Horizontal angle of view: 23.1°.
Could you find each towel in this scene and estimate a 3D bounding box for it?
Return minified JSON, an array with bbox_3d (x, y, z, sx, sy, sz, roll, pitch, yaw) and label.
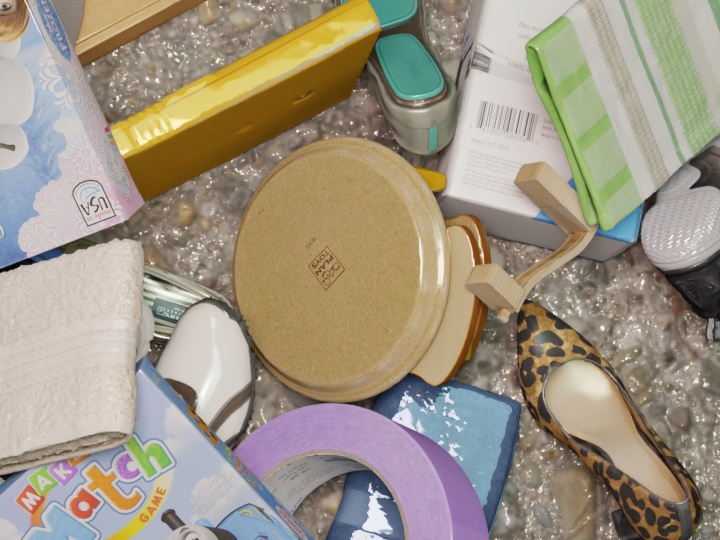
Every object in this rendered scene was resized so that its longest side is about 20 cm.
[{"bbox_3d":[0.197,-0.138,1.243,0.200,0.031,0.150,-38,112,-35],"label":"towel"},{"bbox_3d":[-0.217,0.060,1.102,0.199,0.034,0.134,-16,61,30],"label":"towel"},{"bbox_3d":[0.039,0.175,1.254,0.111,0.049,0.201,19,79,1],"label":"towel"}]

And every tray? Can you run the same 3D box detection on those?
[{"bbox_3d":[-0.161,-0.236,1.315,0.199,0.037,0.099,-30,84,-13],"label":"tray"}]

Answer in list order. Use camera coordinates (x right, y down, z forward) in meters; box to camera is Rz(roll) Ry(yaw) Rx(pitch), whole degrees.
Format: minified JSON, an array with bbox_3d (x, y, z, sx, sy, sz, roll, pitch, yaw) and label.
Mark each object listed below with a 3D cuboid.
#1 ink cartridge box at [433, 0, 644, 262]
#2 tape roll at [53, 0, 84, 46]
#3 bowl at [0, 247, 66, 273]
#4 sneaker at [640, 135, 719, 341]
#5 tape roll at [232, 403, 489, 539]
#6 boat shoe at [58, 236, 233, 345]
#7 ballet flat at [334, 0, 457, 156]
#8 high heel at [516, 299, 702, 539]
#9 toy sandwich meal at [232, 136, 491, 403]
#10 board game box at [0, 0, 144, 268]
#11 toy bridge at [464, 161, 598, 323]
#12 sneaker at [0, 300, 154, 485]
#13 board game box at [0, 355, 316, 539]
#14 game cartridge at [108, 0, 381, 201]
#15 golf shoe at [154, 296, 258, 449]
[{"bbox_3d":[0.143,-0.124,1.306,0.145,0.086,0.202,14,77,-5],"label":"ink cartridge box"},{"bbox_3d":[-0.302,-0.203,1.216,0.201,0.139,0.205,0,87,5],"label":"tape roll"},{"bbox_3d":[-0.261,0.070,1.207,0.199,0.039,0.203,0,97,2],"label":"bowl"},{"bbox_3d":[0.274,-0.037,1.314,0.200,0.075,0.114,-55,128,-40],"label":"sneaker"},{"bbox_3d":[-0.015,0.194,1.184,0.199,0.066,0.202,-8,71,25],"label":"tape roll"},{"bbox_3d":[-0.183,0.009,1.250,0.198,0.062,0.073,13,78,-5],"label":"boat shoe"},{"bbox_3d":[0.024,-0.158,1.297,0.067,0.064,0.201,-13,45,-4],"label":"ballet flat"},{"bbox_3d":[0.174,0.099,1.237,0.071,0.143,0.201,-26,83,-11],"label":"high heel"},{"bbox_3d":[0.000,0.000,1.251,0.204,0.070,0.207,-2,87,33],"label":"toy sandwich meal"},{"bbox_3d":[-0.267,-0.094,1.116,0.199,0.043,0.200,-20,105,16],"label":"board game box"},{"bbox_3d":[0.137,-0.048,1.221,0.067,0.027,0.201,40,64,-28],"label":"toy bridge"},{"bbox_3d":[-0.211,0.098,1.150,0.073,0.080,0.201,32,99,-4],"label":"sneaker"},{"bbox_3d":[-0.125,0.178,1.114,0.151,0.037,0.200,-41,100,7],"label":"board game box"},{"bbox_3d":[-0.087,-0.112,1.228,0.199,0.176,0.033,-27,85,-12],"label":"game cartridge"},{"bbox_3d":[-0.130,0.112,1.173,0.077,0.094,0.202,15,85,23],"label":"golf shoe"}]
